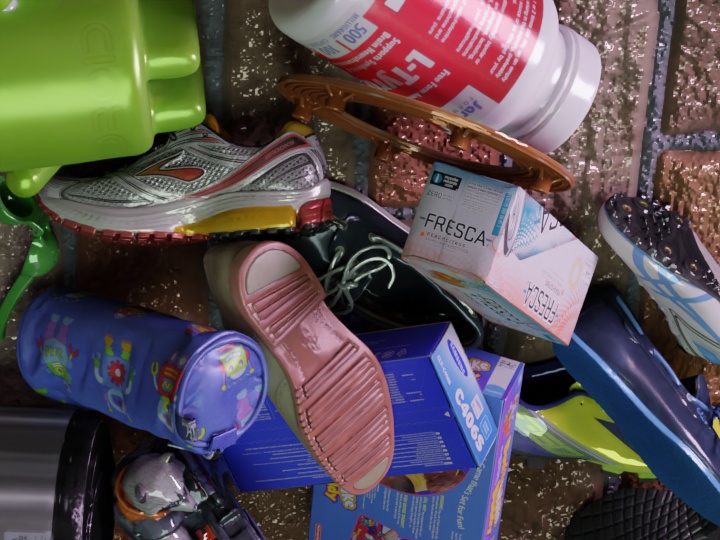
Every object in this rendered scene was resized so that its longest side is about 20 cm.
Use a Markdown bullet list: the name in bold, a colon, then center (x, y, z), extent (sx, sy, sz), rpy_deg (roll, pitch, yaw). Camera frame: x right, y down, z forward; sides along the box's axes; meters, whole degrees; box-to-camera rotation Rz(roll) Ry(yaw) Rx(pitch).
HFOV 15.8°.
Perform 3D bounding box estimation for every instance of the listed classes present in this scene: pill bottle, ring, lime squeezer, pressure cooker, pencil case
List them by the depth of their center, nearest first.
- **pill bottle**: center (0.050, -0.153, 1.628), extent (0.199, 0.113, 0.112), rpy_deg (29, 119, -27)
- **ring**: center (0.039, -0.081, 1.648), extent (0.199, 0.200, 0.019), rpy_deg (21, 85, -23)
- **pencil case**: center (-0.145, 0.067, 1.720), extent (0.078, 0.199, 0.088), rpy_deg (-6, 104, -41)
- **lime squeezer**: center (-0.239, -0.034, 1.736), extent (0.070, 0.038, 0.201), rpy_deg (9, 135, 25)
- **pressure cooker**: center (-0.274, 0.175, 1.790), extent (0.198, 0.177, 0.179), rpy_deg (1, 150, 3)

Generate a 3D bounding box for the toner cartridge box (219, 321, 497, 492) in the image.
- **toner cartridge box**: center (-0.013, 0.096, 1.797), extent (0.199, 0.043, 0.095), rpy_deg (-8, 120, 30)

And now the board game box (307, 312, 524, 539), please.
- **board game box**: center (0.037, 0.137, 1.861), extent (0.133, 0.045, 0.201), rpy_deg (17, 129, 14)

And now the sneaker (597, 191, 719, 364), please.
- **sneaker**: center (0.230, 0.019, 1.821), extent (0.072, 0.072, 0.200), rpy_deg (-36, 122, 28)

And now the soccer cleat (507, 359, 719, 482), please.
- **soccer cleat**: center (0.179, 0.102, 1.881), extent (0.198, 0.065, 0.084), rpy_deg (4, 115, -15)

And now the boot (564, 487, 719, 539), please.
- **boot**: center (0.265, 0.201, 1.967), extent (0.199, 0.070, 0.131), rpy_deg (-20, 152, 32)

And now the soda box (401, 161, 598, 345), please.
- **soda box**: center (0.095, -0.008, 1.707), extent (0.063, 0.069, 0.200), rpy_deg (17, 174, 22)

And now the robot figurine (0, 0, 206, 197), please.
- **robot figurine**: center (-0.198, -0.122, 1.612), extent (0.198, 0.116, 0.176), rpy_deg (-7, 137, -3)

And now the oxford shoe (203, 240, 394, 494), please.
- **oxford shoe**: center (-0.039, 0.060, 1.729), extent (0.071, 0.074, 0.201), rpy_deg (-36, 116, -24)

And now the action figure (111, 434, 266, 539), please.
- **action figure**: center (-0.119, 0.198, 1.822), extent (0.104, 0.200, 0.194), rpy_deg (-30, 142, -11)

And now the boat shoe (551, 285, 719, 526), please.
- **boat shoe**: center (0.223, 0.095, 1.834), extent (0.069, 0.084, 0.200), rpy_deg (-44, 102, -23)

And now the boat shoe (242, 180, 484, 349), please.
- **boat shoe**: center (0.000, 0.000, 1.773), extent (0.199, 0.062, 0.075), rpy_deg (28, 121, -26)

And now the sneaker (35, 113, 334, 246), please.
- **sneaker**: center (-0.116, -0.059, 1.712), extent (0.198, 0.078, 0.083), rpy_deg (-3, 86, 8)
